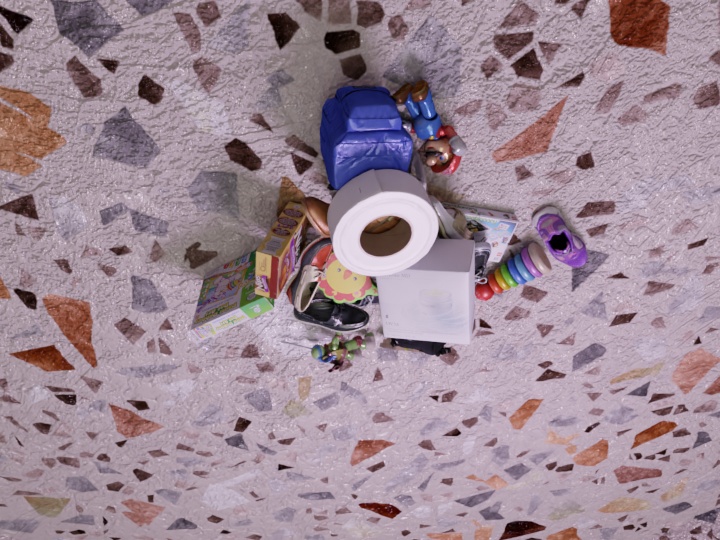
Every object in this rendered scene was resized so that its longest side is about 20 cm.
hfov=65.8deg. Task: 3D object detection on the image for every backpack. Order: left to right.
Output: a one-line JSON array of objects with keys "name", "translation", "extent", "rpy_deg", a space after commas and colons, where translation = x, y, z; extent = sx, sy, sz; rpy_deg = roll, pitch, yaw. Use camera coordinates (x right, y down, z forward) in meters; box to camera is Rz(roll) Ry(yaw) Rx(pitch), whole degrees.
[{"name": "backpack", "translation": [0.009, -0.262, 1.050], "extent": [0.161, 0.201, 0.169], "rpy_deg": [0, 125, -14]}, {"name": "backpack", "translation": [0.176, 0.117, 1.421], "extent": [0.165, 0.127, 0.201], "rpy_deg": [10, 136, -15]}]

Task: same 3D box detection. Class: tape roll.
[{"name": "tape roll", "translation": [0.040, -0.085, 1.027], "extent": [0.200, 0.071, 0.204], "rpy_deg": [-7, 135, -7]}]

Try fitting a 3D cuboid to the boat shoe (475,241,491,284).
[{"name": "boat shoe", "translation": [0.265, 0.000, 1.323], "extent": [0.073, 0.069, 0.200], "rpy_deg": [-1, 155, -12]}]

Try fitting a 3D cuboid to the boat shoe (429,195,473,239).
[{"name": "boat shoe", "translation": [0.191, -0.111, 1.217], "extent": [0.068, 0.075, 0.200], "rpy_deg": [-40, 146, 3]}]

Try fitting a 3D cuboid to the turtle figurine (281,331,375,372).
[{"name": "turtle figurine", "translation": [-0.069, 0.179, 1.492], "extent": [0.193, 0.199, 0.145], "rpy_deg": [11, 102, -42]}]

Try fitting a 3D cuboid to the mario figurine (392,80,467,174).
[{"name": "mario figurine", "translation": [0.135, -0.268, 1.109], "extent": [0.106, 0.124, 0.200], "rpy_deg": [-33, 121, 7]}]

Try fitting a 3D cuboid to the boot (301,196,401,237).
[{"name": "boot", "translation": [-0.004, -0.120, 1.078], "extent": [0.154, 0.074, 0.199], "rpy_deg": [-33, 139, 26]}]

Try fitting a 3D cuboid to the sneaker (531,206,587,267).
[{"name": "sneaker", "translation": [0.484, -0.060, 1.328], "extent": [0.080, 0.089, 0.200], "rpy_deg": [-36, 125, 22]}]

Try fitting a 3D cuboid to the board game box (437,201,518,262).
[{"name": "board game box", "translation": [0.258, -0.089, 1.319], "extent": [0.198, 0.035, 0.127], "rpy_deg": [8, 129, -11]}]

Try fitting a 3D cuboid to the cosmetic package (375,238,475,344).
[{"name": "cosmetic package", "translation": [0.147, 0.043, 1.220], "extent": [0.197, 0.123, 0.202], "rpy_deg": [3, 126, 17]}]

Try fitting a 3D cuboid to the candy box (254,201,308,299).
[{"name": "candy box", "translation": [-0.168, -0.048, 1.210], "extent": [0.056, 0.201, 0.117], "rpy_deg": [14, 130, 4]}]

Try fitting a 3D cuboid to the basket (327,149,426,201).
[{"name": "basket", "translation": [0.030, -0.168, 1.174], "extent": [0.198, 0.136, 0.124], "rpy_deg": [-1, 134, -3]}]

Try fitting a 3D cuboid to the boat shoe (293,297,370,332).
[{"name": "boat shoe", "translation": [-0.074, 0.105, 1.403], "extent": [0.197, 0.075, 0.066], "rpy_deg": [12, 154, 6]}]

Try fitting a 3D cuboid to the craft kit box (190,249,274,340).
[{"name": "craft kit box", "translation": [-0.285, 0.046, 1.283], "extent": [0.198, 0.199, 0.049], "rpy_deg": [-24, 129, 14]}]

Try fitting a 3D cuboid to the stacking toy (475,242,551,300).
[{"name": "stacking toy", "translation": [0.372, 0.015, 1.394], "extent": [0.199, 0.086, 0.085], "rpy_deg": [-34, 125, 30]}]

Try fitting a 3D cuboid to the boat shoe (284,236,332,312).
[{"name": "boat shoe", "translation": [-0.109, 0.007, 1.258], "extent": [0.071, 0.063, 0.201], "rpy_deg": [-2, 136, -43]}]

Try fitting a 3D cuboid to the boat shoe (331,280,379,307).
[{"name": "boat shoe", "translation": [0.007, 0.062, 1.403], "extent": [0.198, 0.068, 0.072], "rpy_deg": [15, 127, -16]}]

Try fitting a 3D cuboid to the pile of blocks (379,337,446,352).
[{"name": "pile of blocks", "translation": [0.149, 0.192, 1.541], "extent": [0.198, 0.082, 0.063], "rpy_deg": [10, 86, -24]}]

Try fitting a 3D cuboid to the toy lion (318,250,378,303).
[{"name": "toy lion", "translation": [0.000, 0.000, 1.320], "extent": [0.198, 0.069, 0.193], "rpy_deg": [23, 112, -14]}]
